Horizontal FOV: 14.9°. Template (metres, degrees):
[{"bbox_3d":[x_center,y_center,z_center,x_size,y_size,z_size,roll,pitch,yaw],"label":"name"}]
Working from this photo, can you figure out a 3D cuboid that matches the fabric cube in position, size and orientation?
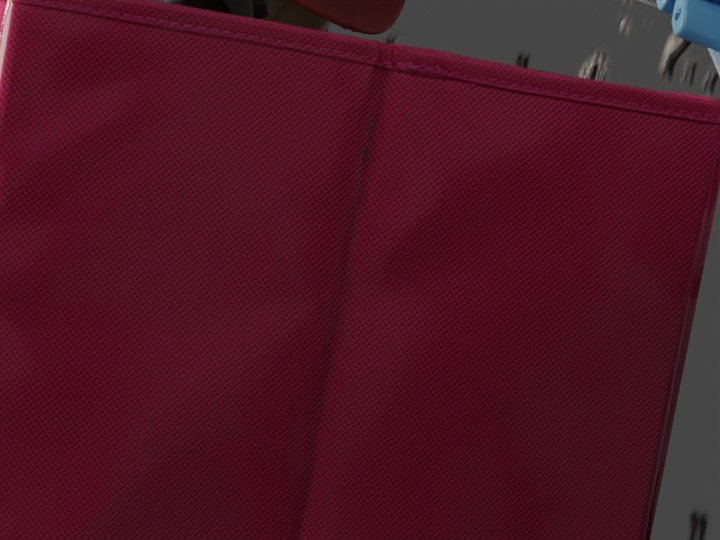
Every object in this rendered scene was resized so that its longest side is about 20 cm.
[{"bbox_3d":[-0.031,0.029,0.779,0.196,0.199,0.200,-156,75,-75],"label":"fabric cube"}]

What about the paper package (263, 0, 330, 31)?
[{"bbox_3d":[-0.052,-0.209,1.390,0.191,0.103,0.201,128,155,-53],"label":"paper package"}]

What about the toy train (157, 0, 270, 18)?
[{"bbox_3d":[-0.075,-0.100,1.048,0.200,0.085,0.114,-102,6,-53],"label":"toy train"}]

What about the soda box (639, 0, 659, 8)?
[{"bbox_3d":[0.101,-0.191,0.874,0.068,0.063,0.201,142,143,-64],"label":"soda box"}]

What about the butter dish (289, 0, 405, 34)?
[{"bbox_3d":[0.037,-0.186,0.976,0.199,0.147,0.201,19,-94,-61],"label":"butter dish"}]

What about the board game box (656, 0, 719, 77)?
[{"bbox_3d":[0.141,-0.109,0.698,0.200,0.026,0.200,-97,29,-60],"label":"board game box"}]
